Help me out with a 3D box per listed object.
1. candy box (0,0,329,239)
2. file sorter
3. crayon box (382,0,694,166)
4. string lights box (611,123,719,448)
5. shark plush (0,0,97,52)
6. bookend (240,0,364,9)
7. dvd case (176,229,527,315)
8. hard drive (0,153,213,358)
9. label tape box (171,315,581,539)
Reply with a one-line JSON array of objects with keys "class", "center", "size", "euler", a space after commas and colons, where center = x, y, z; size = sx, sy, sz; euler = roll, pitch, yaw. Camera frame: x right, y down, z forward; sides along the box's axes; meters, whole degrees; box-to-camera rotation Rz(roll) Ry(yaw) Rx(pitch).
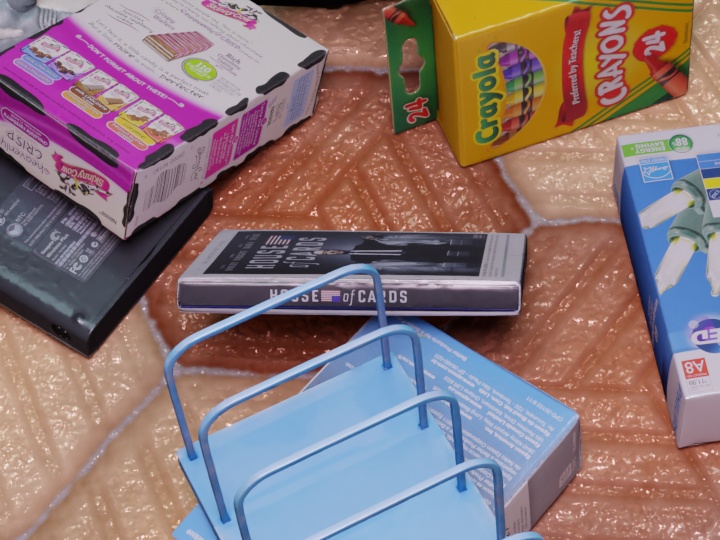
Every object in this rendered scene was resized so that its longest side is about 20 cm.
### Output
[{"class": "candy box", "center": [-0.135, -0.117, 1.323], "size": [0.136, 0.061, 0.200], "euler": [34, 45, 20]}, {"class": "file sorter", "center": [-0.003, 0.116, 1.063], "size": [0.138, 0.123, 0.200], "euler": [-24, 55, -12]}, {"class": "crayon box", "center": [0.117, -0.143, 1.323], "size": [0.199, 0.127, 0.051], "euler": [-19, 54, -8]}, {"class": "string lights box", "center": [0.224, 0.005, 1.242], "size": [0.102, 0.059, 0.200], "euler": [-8, 53, -2]}, {"class": "shark plush", "center": [-0.255, -0.146, 1.399], "size": [0.200, 0.091, 0.083], "euler": [-34, 88, -25]}, {"class": "bookend", "center": [0.004, -0.286, 1.343], "size": [0.092, 0.200, 0.200], "euler": [-4, 89, -41]}, {"class": "dvd case", "center": [0.000, 0.000, 1.233], "size": [0.199, 0.025, 0.150], "euler": [1, 12, 6]}, {"class": "hard drive", "center": [-0.216, -0.048, 1.319], "size": [0.200, 0.033, 0.140], "euler": [30, 61, 14]}, {"class": "label tape box", "center": [0.012, 0.131, 1.165], "size": [0.143, 0.066, 0.200], "euler": [31, 64, 26]}]
